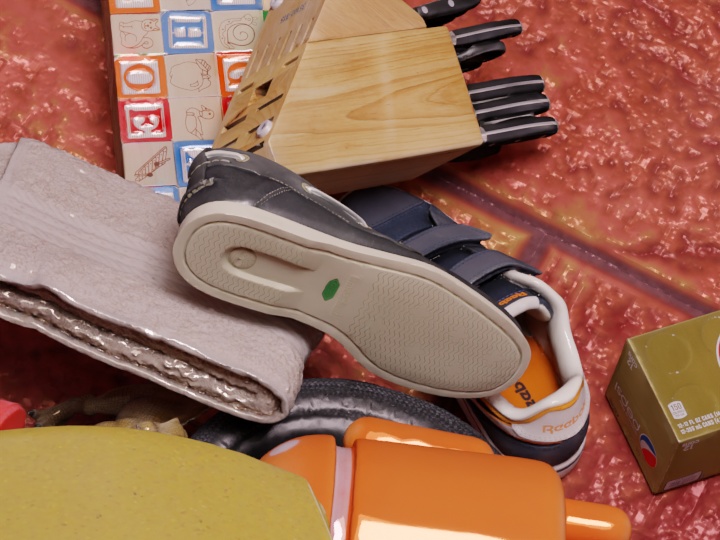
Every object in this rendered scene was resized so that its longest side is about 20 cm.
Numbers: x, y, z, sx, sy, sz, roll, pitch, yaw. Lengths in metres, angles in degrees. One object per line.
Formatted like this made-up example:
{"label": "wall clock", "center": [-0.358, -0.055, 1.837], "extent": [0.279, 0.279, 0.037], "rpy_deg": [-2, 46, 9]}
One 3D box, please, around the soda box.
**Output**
{"label": "soda box", "center": [0.238, 0.051, 1.447], "extent": [0.199, 0.064, 0.068], "rpy_deg": [-16, 62, -17]}

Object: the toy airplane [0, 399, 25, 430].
{"label": "toy airplane", "center": [-0.219, 0.160, 1.228], "extent": [0.199, 0.141, 0.200], "rpy_deg": [-25, 57, -8]}

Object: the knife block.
{"label": "knife block", "center": [0.020, -0.075, 1.452], "extent": [0.175, 0.064, 0.201], "rpy_deg": [37, 51, -23]}

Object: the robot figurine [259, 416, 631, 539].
{"label": "robot figurine", "center": [0.022, 0.138, 1.224], "extent": [0.199, 0.117, 0.145], "rpy_deg": [7, 82, -2]}

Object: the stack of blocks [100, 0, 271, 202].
{"label": "stack of blocks", "center": [-0.080, -0.093, 1.492], "extent": [0.114, 0.059, 0.201], "rpy_deg": [-2, 60, -8]}

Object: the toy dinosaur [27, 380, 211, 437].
{"label": "toy dinosaur", "center": [-0.113, 0.077, 1.376], "extent": [0.101, 0.200, 0.058], "rpy_deg": [-26, 106, 7]}

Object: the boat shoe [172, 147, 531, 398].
{"label": "boat shoe", "center": [0.000, 0.000, 1.334], "extent": [0.199, 0.072, 0.068], "rpy_deg": [26, 33, -21]}

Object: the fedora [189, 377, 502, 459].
{"label": "fedora", "center": [-0.007, 0.153, 1.335], "extent": [0.199, 0.092, 0.202], "rpy_deg": [3, 58, -5]}

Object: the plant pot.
{"label": "plant pot", "center": [-0.095, 0.177, 1.068], "extent": [0.199, 0.196, 0.195], "rpy_deg": [-13, 36, -10]}

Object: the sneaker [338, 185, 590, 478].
{"label": "sneaker", "center": [0.057, 0.016, 1.437], "extent": [0.078, 0.080, 0.200], "rpy_deg": [-31, 66, -22]}

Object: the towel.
{"label": "towel", "center": [-0.111, 0.001, 1.350], "extent": [0.199, 0.035, 0.133], "rpy_deg": [22, 31, 2]}
